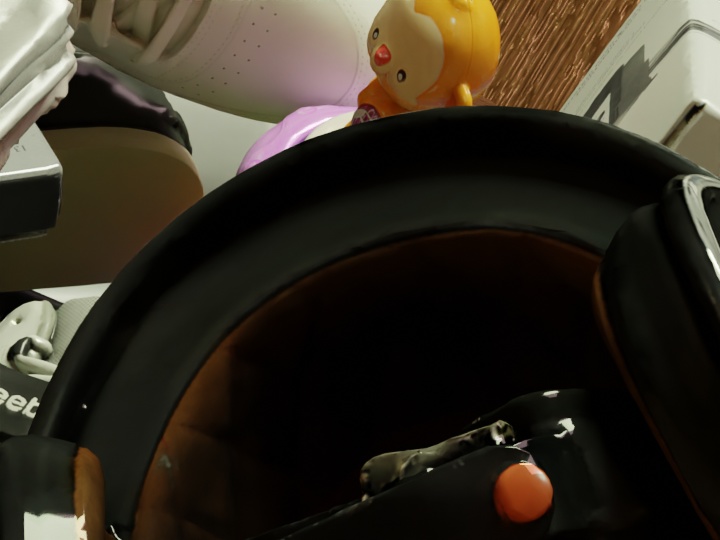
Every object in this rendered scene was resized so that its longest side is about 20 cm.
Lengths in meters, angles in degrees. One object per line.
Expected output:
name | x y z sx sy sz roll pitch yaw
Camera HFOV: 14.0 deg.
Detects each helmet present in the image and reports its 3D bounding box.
helmet | 0.022 0.069 0.533 0.200 0.200 0.191 31 5 3

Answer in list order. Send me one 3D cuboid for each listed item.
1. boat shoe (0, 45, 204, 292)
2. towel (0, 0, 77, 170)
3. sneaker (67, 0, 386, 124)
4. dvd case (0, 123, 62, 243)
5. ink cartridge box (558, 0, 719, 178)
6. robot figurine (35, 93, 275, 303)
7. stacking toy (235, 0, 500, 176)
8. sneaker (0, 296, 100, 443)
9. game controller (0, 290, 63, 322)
boat shoe | -0.144 -0.034 0.802 0.201 0.074 0.063 0 45 -24
towel | -0.183 -0.044 0.621 0.191 0.032 0.200 32 48 4
sneaker | -0.080 -0.090 0.758 0.200 0.076 0.081 29 24 -6
dvd case | -0.182 -0.066 0.749 0.150 0.025 0.200 -10 41 -27
ink cartridge box | 0.121 0.003 0.769 0.145 0.083 0.200 35 17 -5
robot figurine | -0.107 -0.052 0.967 0.200 0.113 0.170 4 64 -29
stacking toy | 0.000 0.000 0.761 0.110 0.200 0.116 -8 52 -22
sneaker | -0.080 0.046 0.676 0.074 0.089 0.200 32 10 -3
game controller | -0.081 0.045 0.877 0.200 0.042 0.104 25 25 -35
